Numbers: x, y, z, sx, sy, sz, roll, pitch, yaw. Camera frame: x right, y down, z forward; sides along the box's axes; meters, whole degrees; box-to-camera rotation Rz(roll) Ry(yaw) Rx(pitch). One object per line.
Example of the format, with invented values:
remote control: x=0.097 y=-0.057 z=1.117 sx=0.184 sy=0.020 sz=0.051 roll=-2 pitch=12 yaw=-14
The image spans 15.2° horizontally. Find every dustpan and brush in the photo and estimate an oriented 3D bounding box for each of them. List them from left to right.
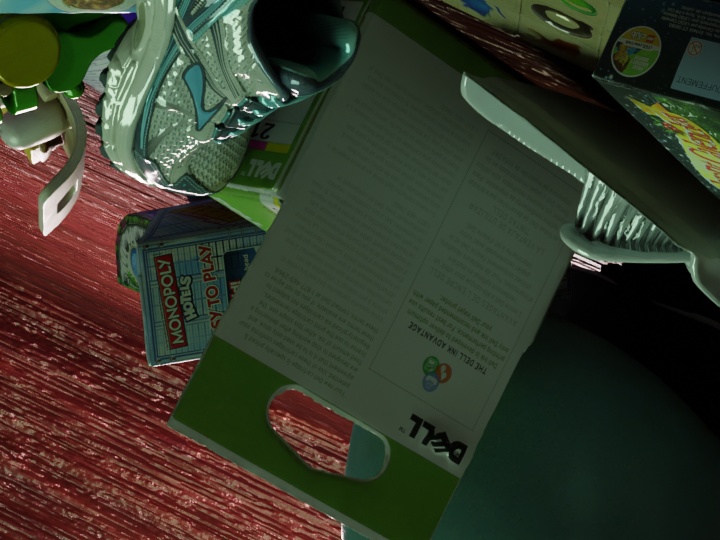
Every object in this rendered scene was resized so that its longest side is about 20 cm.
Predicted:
dustpan and brush: x=0.131 y=-0.015 z=1.094 sx=0.199 sy=0.057 sz=0.140 roll=5 pitch=-150 yaw=-48

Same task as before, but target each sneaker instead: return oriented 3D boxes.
sneaker: x=-0.048 y=-0.081 z=1.028 sx=0.086 sy=0.078 sz=0.200 roll=29 pitch=151 yaw=13

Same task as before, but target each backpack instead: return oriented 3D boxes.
backpack: x=0.151 y=0.085 z=1.426 sx=0.177 sy=0.151 sz=0.200 roll=22 pitch=177 yaw=4

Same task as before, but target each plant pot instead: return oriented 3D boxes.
plant pot: x=0.069 y=0.097 z=1.250 sx=0.135 sy=0.199 sz=0.200 roll=63 pitch=173 yaw=4

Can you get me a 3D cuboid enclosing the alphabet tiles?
alphabet tiles: x=0.060 y=-0.108 z=0.975 sx=0.199 sy=0.006 sz=0.166 roll=26 pitch=172 yaw=7

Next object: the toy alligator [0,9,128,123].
toy alligator: x=-0.136 y=-0.087 z=1.090 sx=0.199 sy=0.055 sz=0.059 roll=-12 pitch=-152 yaw=-21

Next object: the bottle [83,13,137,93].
bottle: x=-0.117 y=-0.123 z=1.217 sx=0.083 sy=0.066 sz=0.200 roll=-2 pitch=153 yaw=46

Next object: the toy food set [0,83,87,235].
toy food set: x=-0.197 y=-0.113 z=1.310 sx=0.201 sy=0.060 sz=0.144 roll=60 pitch=171 yaw=2

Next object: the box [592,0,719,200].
box: x=0.184 y=-0.028 z=0.939 sx=0.136 sy=0.038 sz=0.200 roll=18 pitch=169 yaw=36

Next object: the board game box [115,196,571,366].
board game box: x=-0.036 y=-0.013 z=1.290 sx=0.199 sy=0.062 sz=0.200 roll=-12 pitch=-164 yaw=-27

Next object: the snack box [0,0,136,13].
snack box: x=-0.182 y=-0.143 z=1.011 sx=0.199 sy=0.037 sz=0.116 roll=0 pitch=149 yaw=2

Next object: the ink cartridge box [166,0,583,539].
ink cartridge box: x=0.000 y=0.000 z=1.148 sx=0.147 sy=0.201 sz=0.076 roll=32 pitch=170 yaw=-31
